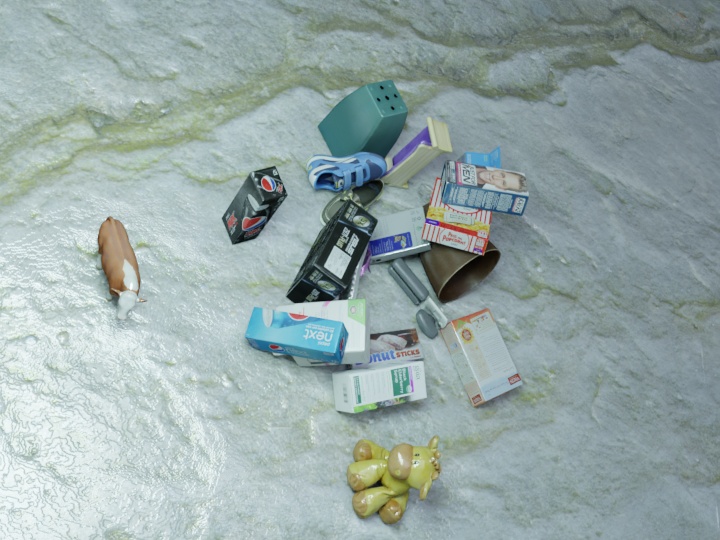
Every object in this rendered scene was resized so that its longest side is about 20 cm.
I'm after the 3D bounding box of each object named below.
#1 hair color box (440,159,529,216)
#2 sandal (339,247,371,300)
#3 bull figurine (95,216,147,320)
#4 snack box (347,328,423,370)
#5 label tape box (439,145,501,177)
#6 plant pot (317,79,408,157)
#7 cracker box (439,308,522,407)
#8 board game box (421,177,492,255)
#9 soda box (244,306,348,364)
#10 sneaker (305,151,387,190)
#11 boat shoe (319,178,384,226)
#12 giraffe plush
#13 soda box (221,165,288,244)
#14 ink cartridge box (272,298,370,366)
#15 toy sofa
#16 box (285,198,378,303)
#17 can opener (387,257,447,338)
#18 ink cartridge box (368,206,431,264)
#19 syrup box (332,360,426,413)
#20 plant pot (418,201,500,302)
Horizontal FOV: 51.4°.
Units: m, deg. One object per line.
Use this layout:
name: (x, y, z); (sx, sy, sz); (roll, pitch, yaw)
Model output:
hair color box: (0.288, -0.194, 1.750); (0.194, 0.062, 0.101); (9, 41, -3)
sandal: (-0.003, 0.001, 1.704); (0.049, 0.082, 0.208); (22, 72, -21)
bull figurine: (-0.450, 0.004, 1.399); (0.064, 0.121, 0.205); (-5, 69, -32)
snack box: (0.052, 0.177, 1.684); (0.196, 0.024, 0.074); (-4, 71, -33)
label tape box: (0.274, -0.217, 1.904); (0.062, 0.200, 0.148); (16, 58, -24)
plant pot: (0.019, -0.361, 1.820); (0.139, 0.200, 0.144); (-20, 77, -37)
cracker box: (0.289, 0.207, 1.795); (0.131, 0.058, 0.204); (-13, 74, -35)
board game box: (0.230, -0.129, 1.747); (0.147, 0.047, 0.202); (15, 40, 3)
soda box: (-0.127, 0.130, 1.500); (0.194, 0.065, 0.069); (9, 65, 16)
sneaker: (-0.032, -0.226, 1.762); (0.194, 0.075, 0.084); (-5, 44, -2)
boat shoe: (-0.018, -0.165, 1.787); (0.200, 0.060, 0.073); (-35, 86, -38)
giraffe plush: (0.088, 0.406, 1.504); (0.195, 0.162, 0.177); (2, 65, -30)
soda box: (-0.223, -0.132, 1.556); (0.062, 0.200, 0.072); (-17, 75, -34)
ink cartridge box: (-0.080, 0.132, 1.564); (0.194, 0.068, 0.120); (-4, 62, 10)
toy sofa: (0.128, -0.289, 1.852); (0.095, 0.199, 0.085); (7, 63, -33)
box: (-0.062, -0.027, 1.627); (0.085, 0.164, 0.203); (34, 53, -11)
can opener: (0.133, 0.063, 1.773); (0.066, 0.053, 0.202); (-34, 86, -37)
ink cartridge box: (0.064, -0.078, 1.769); (0.194, 0.039, 0.102); (-12, 69, 7)
syrup box: (0.043, 0.246, 1.598); (0.195, 0.081, 0.081); (-5, 88, -32)
plant pot: (0.209, -0.062, 1.821); (0.184, 0.189, 0.202); (-17, 61, -36)
